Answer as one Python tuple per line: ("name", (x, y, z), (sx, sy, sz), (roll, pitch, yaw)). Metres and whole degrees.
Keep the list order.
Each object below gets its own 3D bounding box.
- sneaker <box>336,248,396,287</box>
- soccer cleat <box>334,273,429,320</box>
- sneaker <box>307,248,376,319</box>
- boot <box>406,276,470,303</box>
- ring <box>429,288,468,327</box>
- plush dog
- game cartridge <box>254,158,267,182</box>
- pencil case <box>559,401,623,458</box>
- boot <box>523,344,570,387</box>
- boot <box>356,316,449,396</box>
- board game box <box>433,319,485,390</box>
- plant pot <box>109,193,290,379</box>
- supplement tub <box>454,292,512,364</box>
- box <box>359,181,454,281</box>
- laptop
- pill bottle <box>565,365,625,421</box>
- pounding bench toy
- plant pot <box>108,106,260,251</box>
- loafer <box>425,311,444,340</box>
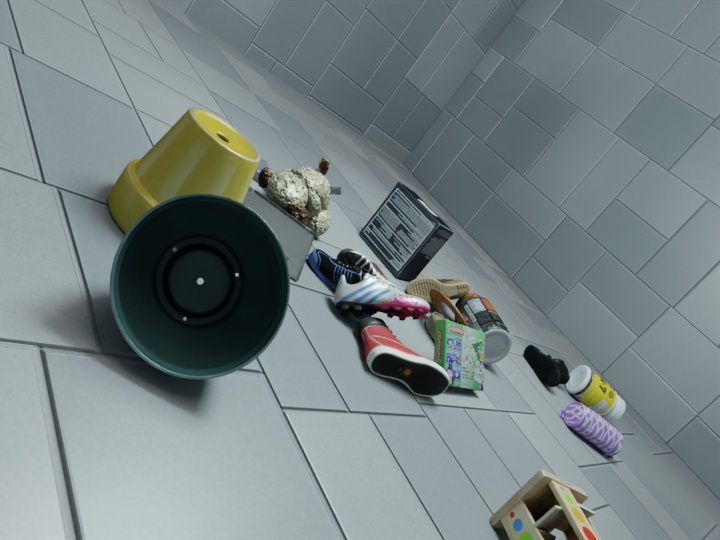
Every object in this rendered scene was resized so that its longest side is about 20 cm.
("sneaker", (0.000, 0.000, 1.338), (0.200, 0.076, 0.116), (43, 8, -35))
("soccer cleat", (0.044, 0.047, 1.130), (0.193, 0.070, 0.089), (4, 66, -3))
("sneaker", (-0.026, 0.013, 1.212), (0.200, 0.078, 0.070), (45, 17, 11))
("boot", (0.213, 0.061, 1.643), (0.193, 0.075, 0.166), (0, -5, -10))
("ring", (0.242, 0.130, 1.442), (0.203, 0.019, 0.201), (57, -9, 14))
("plush dog", (-0.151, -0.186, 1.330), (0.200, 0.162, 0.171), (44, 32, 11))
("game cartridge", (-0.322, -0.306, 1.428), (0.198, 0.039, 0.130), (35, 14, -22))
("pencil case", (0.696, 0.473, 1.680), (0.199, 0.085, 0.085), (39, -19, -16))
("boot", (0.664, 0.347, 1.920), (0.166, 0.077, 0.201), (29, 14, -25))
("boot", (0.083, 0.162, 1.109), (0.197, 0.073, 0.145), (29, 19, -26))
("board game box", (0.225, 0.194, 1.260), (0.198, 0.029, 0.139), (21, 69, -50))
("plant pot", (-0.194, 0.017, 0.686), (0.198, 0.203, 0.134), (35, -10, -17))
("supplement tub", (0.340, 0.157, 1.591), (0.121, 0.123, 0.201), (32, 19, -24))
("box", (0.135, -0.113, 1.673), (0.201, 0.199, 0.122), (49, 17, 28))
("laptop", (-0.201, -0.080, 1.177), (0.185, 0.118, 0.199), (36, -11, -18))
("pill bottle", (0.847, 0.445, 2.021), (0.198, 0.115, 0.115), (38, 17, -8))
("pounding bench toy", (0.332, 0.440, 0.869), (0.198, 0.125, 0.157), (31, 19, -29))
("plant pot", (-0.259, -0.137, 0.878), (0.199, 0.190, 0.202), (35, 18, -13))
("loafer", (0.220, 0.163, 1.405), (0.075, 0.069, 0.201), (33, 19, -24))
